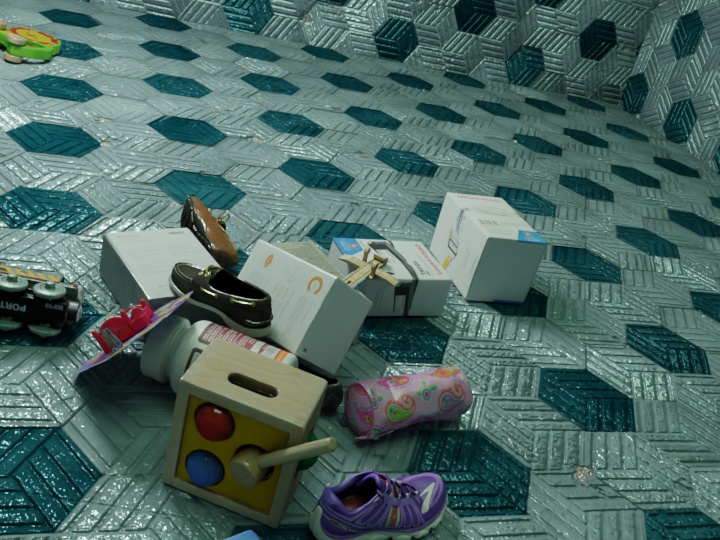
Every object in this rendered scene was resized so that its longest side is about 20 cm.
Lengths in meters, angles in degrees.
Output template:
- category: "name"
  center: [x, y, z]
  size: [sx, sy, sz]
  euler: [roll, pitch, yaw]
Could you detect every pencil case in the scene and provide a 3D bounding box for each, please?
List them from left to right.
- category: "pencil case"
  center: [0.070, 0.193, 1.161]
  size: [0.197, 0.089, 0.087]
  euler: [-5, 34, -34]

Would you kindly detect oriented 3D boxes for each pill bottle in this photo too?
- category: "pill bottle"
  center: [-0.193, 0.135, 1.086]
  size: [0.197, 0.111, 0.110]
  euler: [20, 27, 7]

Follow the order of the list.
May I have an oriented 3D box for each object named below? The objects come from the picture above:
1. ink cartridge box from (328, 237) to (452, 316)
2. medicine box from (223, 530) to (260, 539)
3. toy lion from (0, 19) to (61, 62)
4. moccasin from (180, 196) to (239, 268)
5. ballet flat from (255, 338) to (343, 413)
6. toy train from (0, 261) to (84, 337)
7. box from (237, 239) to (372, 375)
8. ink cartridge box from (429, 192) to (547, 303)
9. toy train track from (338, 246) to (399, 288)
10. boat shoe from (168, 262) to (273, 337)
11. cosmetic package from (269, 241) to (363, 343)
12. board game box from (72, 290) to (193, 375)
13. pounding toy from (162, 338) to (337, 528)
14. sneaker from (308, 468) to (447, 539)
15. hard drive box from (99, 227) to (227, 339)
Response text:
- category: "ink cartridge box"
  center: [0.051, 0.012, 1.474]
  size: [0.196, 0.086, 0.145]
  euler: [1, 32, -27]
- category: "medicine box"
  center: [-0.141, 0.362, 0.707]
  size: [0.197, 0.105, 0.182]
  euler: [-9, 36, -41]
- category: "toy lion"
  center: [-0.900, -0.619, 2.143]
  size: [0.190, 0.070, 0.199]
  euler: [-4, 33, -48]
- category: "moccasin"
  center: [-0.279, -0.072, 1.462]
  size: [0.077, 0.075, 0.201]
  euler: [6, 25, -38]
- category: "ballet flat"
  center: [-0.106, 0.143, 1.177]
  size: [0.198, 0.058, 0.066]
  euler: [27, 28, 20]
- category: "toy train"
  center: [-0.500, 0.034, 1.142]
  size: [0.196, 0.087, 0.114]
  euler: [10, 18, -13]
- category: "box"
  center: [-0.099, 0.053, 1.199]
  size: [0.198, 0.126, 0.097]
  euler: [25, -7, 44]
- category: "ink cartridge box"
  center: [0.258, -0.049, 1.633]
  size: [0.144, 0.147, 0.201]
  euler: [4, 30, -23]
- category: "toy train track"
  center: [0.000, 0.000, 1.335]
  size: [0.113, 0.033, 0.200]
  euler: [26, 28, 16]
- category: "boat shoe"
  center: [-0.204, 0.027, 1.157]
  size: [0.199, 0.062, 0.071]
  euler: [27, 28, 29]
- category: "cosmetic package"
  center: [-0.084, 0.038, 1.349]
  size: [0.102, 0.089, 0.200]
  euler: [-2, 32, -35]
- category: "board game box"
  center: [-0.316, 0.069, 1.064]
  size: [0.158, 0.199, 0.039]
  euler: [-43, 104, -38]
- category: "pounding toy"
  center: [-0.121, 0.198, 0.928]
  size: [0.197, 0.187, 0.143]
  euler: [20, 27, 7]
- category: "sneaker"
  center: [0.033, 0.283, 0.969]
  size: [0.197, 0.085, 0.081]
  euler: [-4, 34, -36]
- category: "hard drive box"
  center: [-0.313, 0.014, 1.278]
  size: [0.154, 0.078, 0.200]
  euler: [-6, 35, -37]
